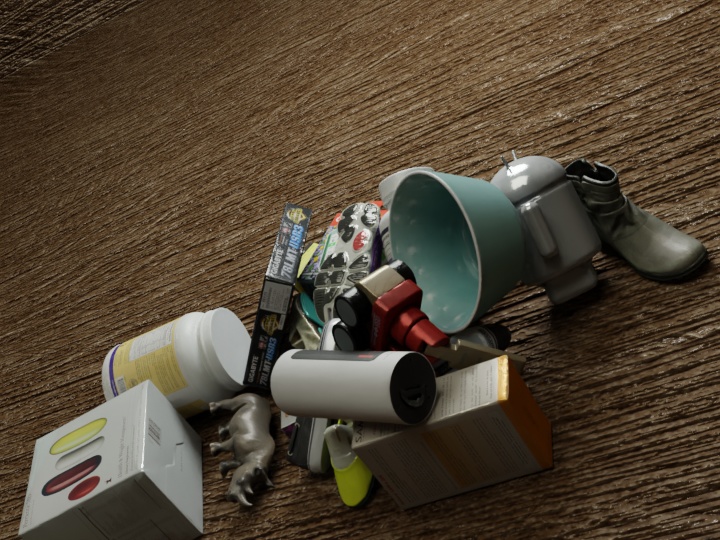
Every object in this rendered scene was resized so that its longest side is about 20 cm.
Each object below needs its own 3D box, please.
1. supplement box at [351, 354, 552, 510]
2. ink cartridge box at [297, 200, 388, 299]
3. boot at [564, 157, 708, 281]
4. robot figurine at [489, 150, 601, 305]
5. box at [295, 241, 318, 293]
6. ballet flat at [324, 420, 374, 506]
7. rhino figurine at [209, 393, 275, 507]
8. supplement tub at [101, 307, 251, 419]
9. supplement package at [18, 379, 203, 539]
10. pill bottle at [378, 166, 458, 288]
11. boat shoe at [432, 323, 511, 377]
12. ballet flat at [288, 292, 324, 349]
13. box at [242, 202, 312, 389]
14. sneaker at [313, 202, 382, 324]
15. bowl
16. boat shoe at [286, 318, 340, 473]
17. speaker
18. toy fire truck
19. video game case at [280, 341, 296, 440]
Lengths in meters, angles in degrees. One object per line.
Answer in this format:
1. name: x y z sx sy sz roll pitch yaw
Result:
1. supplement box: 0.106 0.189 1.290 0.198 0.126 0.074 -20 35 22
2. ink cartridge box: -0.001 -0.046 1.672 0.108 0.050 0.201 0 49 42
3. boot: 0.333 -0.067 1.400 0.068 0.131 0.200 -42 32 -12
4. robot figurine: 0.231 -0.060 1.426 0.112 0.201 0.170 -27 1 10
5. box: -0.034 0.012 1.728 0.075 0.050 0.199 -49 33 -19
6. ballet flat: -0.012 0.193 1.412 0.066 0.067 0.202 -19 50 41
7. rhino figurine: -0.157 0.244 1.533 0.087 0.060 0.201 -20 37 5
8. supplement tub: -0.271 0.149 1.686 0.199 0.146 0.146 -23 34 19
9. supplement package: -0.339 0.298 1.555 0.199 0.148 0.192 -28 32 10
10. pill bottle: 0.088 -0.031 1.517 0.110 0.111 0.202 -21 75 22
11. boat shoe: 0.111 0.117 1.420 0.068 0.074 0.199 -17 -18 -44
12. ballet flat: -0.072 0.098 1.570 0.062 0.067 0.200 -43 31 7
13. box: -0.123 0.036 1.654 0.049 0.200 0.201 15 35 -4
14. sneaker: 0.000 0.000 1.538 0.080 0.084 0.201 -2 49 29
15. bowl: 0.129 -0.033 1.379 0.104 0.203 0.200 -16 22 -27
16. boat shoe: -0.060 0.160 1.458 0.066 0.202 0.070 8 4 18
17. speaker: -0.010 0.132 1.282 0.199 0.081 0.082 -3 44 45
18. toy fire truck: 0.076 0.104 1.327 0.128 0.177 0.200 -30 56 -31
19. video game case: -0.022 0.130 1.576 0.199 0.036 0.182 -27 34 15
